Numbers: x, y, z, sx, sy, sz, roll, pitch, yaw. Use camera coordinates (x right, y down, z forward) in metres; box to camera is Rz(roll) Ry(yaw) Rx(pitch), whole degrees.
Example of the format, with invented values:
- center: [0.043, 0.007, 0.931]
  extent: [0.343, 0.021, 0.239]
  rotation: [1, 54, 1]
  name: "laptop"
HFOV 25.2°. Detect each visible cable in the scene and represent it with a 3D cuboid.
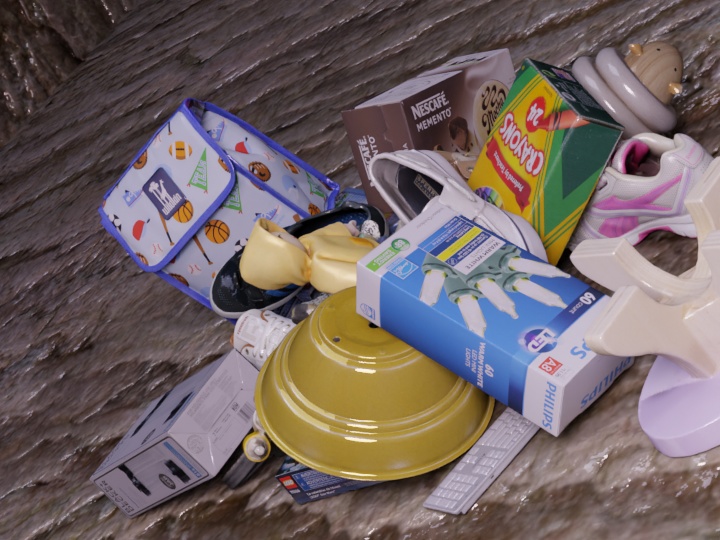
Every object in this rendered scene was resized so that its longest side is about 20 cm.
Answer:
- center: [-0.086, 0.139, 1.431]
  extent: [0.097, 0.050, 0.200]
  rotation: [-57, 9, -22]
  name: "cable"

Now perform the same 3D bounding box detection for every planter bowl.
- center: [0.012, 0.070, 1.312]
  extent: [0.200, 0.084, 0.201]
  rotation: [0, 41, 0]
  name: "planter bowl"

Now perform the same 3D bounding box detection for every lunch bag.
- center: [-0.150, -0.063, 1.677]
  extent: [0.170, 0.200, 0.124]
  rotation: [-46, 19, 25]
  name: "lunch bag"

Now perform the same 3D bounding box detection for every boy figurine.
- center: [-0.009, -0.015, 1.428]
  extent: [0.199, 0.065, 0.124]
  rotation: [3, 25, -14]
  name: "boy figurine"

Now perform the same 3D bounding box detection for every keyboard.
- center: [0.126, 0.117, 1.273]
  extent: [0.200, 0.011, 0.056]
  rotation: [-46, 22, -19]
  name: "keyboard"

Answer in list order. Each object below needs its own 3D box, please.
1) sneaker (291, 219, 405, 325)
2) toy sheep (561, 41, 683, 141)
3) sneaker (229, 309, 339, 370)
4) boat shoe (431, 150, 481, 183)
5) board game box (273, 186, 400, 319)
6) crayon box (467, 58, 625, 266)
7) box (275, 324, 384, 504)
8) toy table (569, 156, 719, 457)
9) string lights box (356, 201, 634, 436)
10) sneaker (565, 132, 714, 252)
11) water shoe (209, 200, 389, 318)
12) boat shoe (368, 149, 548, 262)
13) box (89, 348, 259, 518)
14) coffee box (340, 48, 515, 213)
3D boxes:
- center: [0.000, 0.000, 1.513]
  extent: [0.077, 0.089, 0.200]
  rotation: [-5, 11, 39]
  name: "sneaker"
- center: [0.218, -0.132, 1.484]
  extent: [0.200, 0.138, 0.138]
  rotation: [-47, 18, 17]
  name: "toy sheep"
- center: [-0.080, 0.079, 1.546]
  extent: [0.073, 0.085, 0.200]
  rotation: [-59, 16, -14]
  name: "sneaker"
- center: [0.108, -0.081, 1.524]
  extent: [0.064, 0.072, 0.200]
  rotation: [-5, 2, 41]
  name: "boat shoe"
- center: [-0.004, -0.009, 1.677]
  extent: [0.200, 0.062, 0.200]
  rotation: [-49, 22, -26]
  name: "board game box"
- center: [0.144, -0.067, 1.402]
  extent: [0.201, 0.051, 0.127]
  rotation: [-67, 26, 22]
  name: "crayon box"
- center: [0.021, 0.110, 1.416]
  extent: [0.137, 0.040, 0.200]
  rotation: [-21, 27, 39]
  name: "box"
- center: [0.242, 0.019, 1.135]
  extent: [0.184, 0.117, 0.200]
  rotation: [-14, 32, 47]
  name: "toy table"
- center: [0.104, 0.034, 1.245]
  extent: [0.200, 0.059, 0.103]
  rotation: [30, 51, 29]
  name: "string lights box"
- center: [0.233, -0.074, 1.380]
  extent: [0.200, 0.088, 0.081]
  rotation: [-15, 31, 47]
  name: "sneaker"
- center: [-0.071, -0.019, 1.582]
  extent: [0.200, 0.072, 0.079]
  rotation: [-27, -20, 12]
  name: "water shoe"
- center: [0.078, -0.042, 1.360]
  extent: [0.200, 0.066, 0.072]
  rotation: [51, 124, 37]
  name: "boat shoe"
- center: [-0.172, 0.159, 1.545]
  extent: [0.117, 0.060, 0.200]
  rotation: [-53, 11, -33]
  name: "box"
- center: [0.082, -0.143, 1.641]
  extent: [0.080, 0.113, 0.200]
  rotation: [-5, 17, 41]
  name: "coffee box"
